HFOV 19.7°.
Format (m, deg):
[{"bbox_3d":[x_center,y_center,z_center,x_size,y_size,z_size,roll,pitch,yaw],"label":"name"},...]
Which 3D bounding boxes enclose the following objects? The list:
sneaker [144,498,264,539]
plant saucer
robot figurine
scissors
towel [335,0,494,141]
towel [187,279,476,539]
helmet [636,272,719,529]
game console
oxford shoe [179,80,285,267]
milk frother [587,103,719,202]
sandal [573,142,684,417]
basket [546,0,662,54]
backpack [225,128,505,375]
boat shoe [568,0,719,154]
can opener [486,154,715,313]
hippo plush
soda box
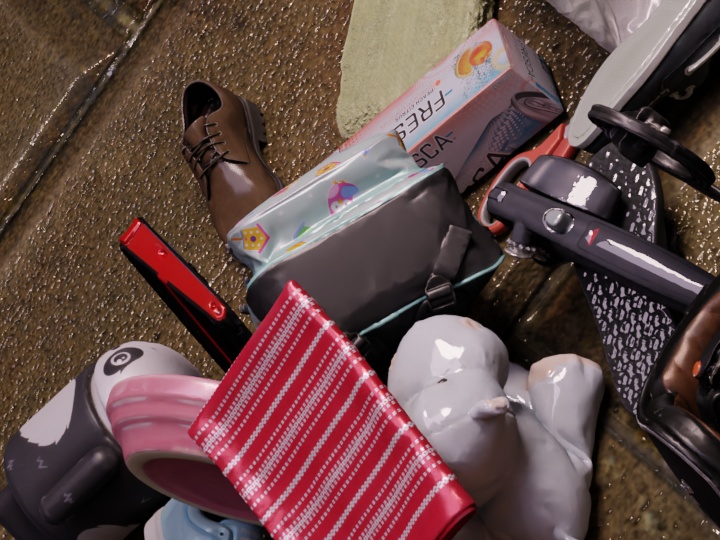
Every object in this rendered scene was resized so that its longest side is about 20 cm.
[{"bbox_3d":[-0.104,0.226,1.535,0.082,0.074,0.200,-48,42,16],"label":"sneaker"},{"bbox_3d":[-0.089,0.135,1.478,0.200,0.200,0.051,-6,59,43],"label":"plant saucer"},{"bbox_3d":[-0.204,0.144,1.650,0.200,0.125,0.151,-41,45,20],"label":"robot figurine"},{"bbox_3d":[0.154,-0.108,1.531,0.073,0.014,0.201,28,87,51],"label":"scissors"},{"bbox_3d":[0.050,-0.203,1.682,0.148,0.036,0.201,-15,55,39],"label":"towel"},{"bbox_3d":[-0.023,0.125,1.316,0.200,0.022,0.145,51,122,25],"label":"towel"},{"bbox_3d":[0.270,0.085,1.154,0.200,0.190,0.200,-52,4,6],"label":"helmet"},{"bbox_3d":[-0.091,0.053,1.537,0.031,0.200,0.177,-45,40,-9],"label":"game console"},{"bbox_3d":[-0.117,-0.083,1.740,0.073,0.084,0.200,-39,45,18],"label":"oxford shoe"},{"bbox_3d":[0.265,-0.119,1.283,0.180,0.200,0.189,0,66,50],"label":"milk frother"},{"bbox_3d":[0.189,0.010,1.404,0.075,0.048,0.201,-23,63,33],"label":"sandal"},{"bbox_3d":[0.167,-0.302,1.497,0.198,0.200,0.161,-48,37,11],"label":"basket"},{"bbox_3d":[0.000,0.000,1.465,0.175,0.200,0.154,-34,78,-4],"label":"backpack"},{"bbox_3d":[0.225,-0.155,1.453,0.200,0.060,0.076,-52,20,11],"label":"boat shoe"},{"bbox_3d":[0.162,-0.017,1.359,0.200,0.063,0.079,33,98,43],"label":"can opener"},{"bbox_3d":[0.067,0.122,1.359,0.159,0.161,0.201,-28,48,31],"label":"hippo plush"},{"bbox_3d":[0.055,-0.097,1.580,0.200,0.068,0.064,-39,40,24],"label":"soda box"}]
